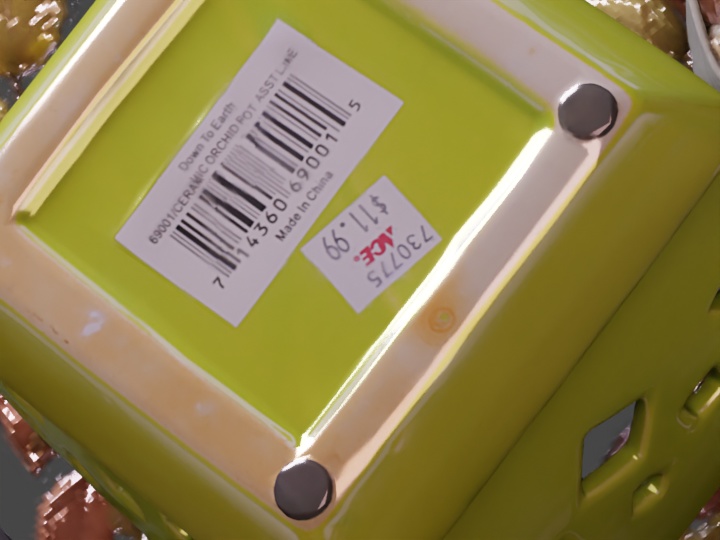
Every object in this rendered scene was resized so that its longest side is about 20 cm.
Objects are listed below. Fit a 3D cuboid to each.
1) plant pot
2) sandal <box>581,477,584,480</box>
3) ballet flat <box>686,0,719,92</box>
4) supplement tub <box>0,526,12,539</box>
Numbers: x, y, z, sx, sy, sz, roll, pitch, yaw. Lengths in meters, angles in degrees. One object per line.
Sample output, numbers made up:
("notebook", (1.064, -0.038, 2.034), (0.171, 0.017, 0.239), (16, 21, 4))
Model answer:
("plant pot", (0.000, 0.000, 0.765), (0.199, 0.181, 0.200), (37, 86, 23))
("sandal", (0.067, 0.127, 0.840), (0.075, 0.048, 0.201), (-33, 85, -2))
("ballet flat", (0.121, -0.138, 0.861), (0.067, 0.064, 0.201), (-13, 83, 0))
("supplement tub", (-0.171, 0.095, 0.812), (0.122, 0.123, 0.200), (-39, 85, -3))
